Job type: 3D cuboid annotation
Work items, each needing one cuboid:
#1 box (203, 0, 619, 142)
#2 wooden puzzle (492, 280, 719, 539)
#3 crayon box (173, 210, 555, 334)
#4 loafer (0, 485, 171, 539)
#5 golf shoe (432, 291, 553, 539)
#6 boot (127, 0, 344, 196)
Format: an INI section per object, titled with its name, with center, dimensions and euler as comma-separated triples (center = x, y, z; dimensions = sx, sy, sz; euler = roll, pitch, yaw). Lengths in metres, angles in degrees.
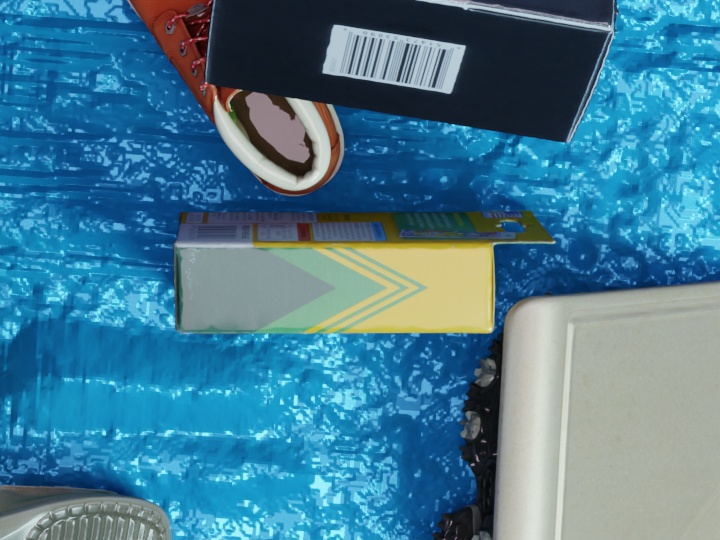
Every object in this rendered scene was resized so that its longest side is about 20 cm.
[box]
center = 0.032, -0.191, 1.381
dimensions = 0.199, 0.124, 0.197
euler = 9, 63, -3
[wooden puzzle]
center = 0.154, 0.100, 1.480
dimensions = 0.199, 0.037, 0.186
euler = -3, 100, -36
[crayon box]
center = 0.000, 0.000, 1.447
dimensions = 0.199, 0.126, 0.052
euler = -1, 99, -2
[loafer]
center = -0.198, 0.152, 1.472
dimensions = 0.199, 0.068, 0.076
euler = -2, 108, -34
[golf shoe]
center = 0.101, 0.112, 1.505
dimensions = 0.088, 0.077, 0.201
euler = 13, 95, -30
[boot]
center = -0.073, -0.127, 1.438
dimensions = 0.075, 0.107, 0.200
euler = -34, 96, 6
